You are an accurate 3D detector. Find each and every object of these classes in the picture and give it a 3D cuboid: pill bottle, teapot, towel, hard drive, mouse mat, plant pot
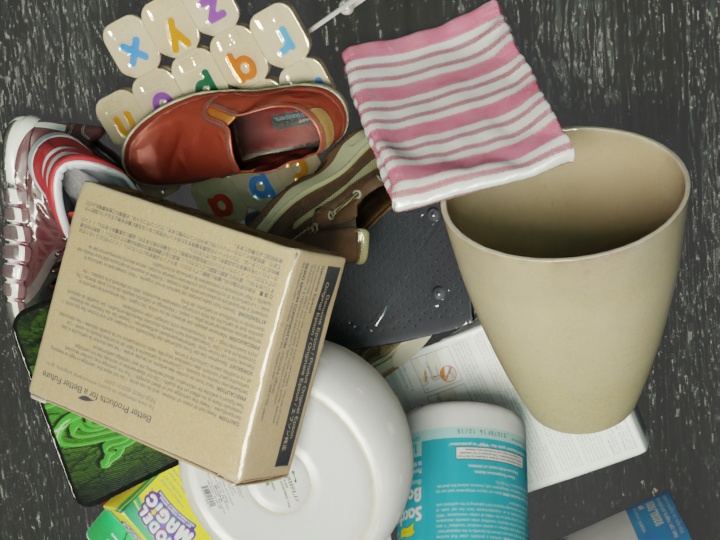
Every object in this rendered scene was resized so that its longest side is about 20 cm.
[{"bbox_3d":[0.084,0.217,1.148,0.109,0.111,0.203,0,67,2],"label":"pill bottle"},{"bbox_3d":[-0.037,0.137,1.099,0.196,0.146,0.202,28,114,10],"label":"teapot"},{"bbox_3d":[0.071,-0.133,1.109,0.144,0.201,0.030,-18,135,0],"label":"towel"},{"bbox_3d":[0.000,0.000,1.169,0.197,0.042,0.137,-9,76,21],"label":"hard drive"},{"bbox_3d":[-0.162,0.076,1.114,0.198,0.008,0.163,-23,99,-28],"label":"mouse mat"},{"bbox_3d":[0.166,0.022,1.095,0.184,0.188,0.202,-8,123,4],"label":"plant pot"}]

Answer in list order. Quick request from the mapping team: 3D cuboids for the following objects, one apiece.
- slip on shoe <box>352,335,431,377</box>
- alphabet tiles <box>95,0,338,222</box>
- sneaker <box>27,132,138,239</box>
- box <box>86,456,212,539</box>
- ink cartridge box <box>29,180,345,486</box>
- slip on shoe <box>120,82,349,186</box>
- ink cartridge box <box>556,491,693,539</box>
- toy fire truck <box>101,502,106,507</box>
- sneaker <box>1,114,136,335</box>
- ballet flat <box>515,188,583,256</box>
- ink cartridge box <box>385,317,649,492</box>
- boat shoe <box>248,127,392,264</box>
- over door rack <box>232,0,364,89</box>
[{"bbox_3d":[0.004,0.057,1.208,0.060,0.076,0.200,42,108,-15],"label":"slip on shoe"},{"bbox_3d":[-0.120,-0.139,1.163,0.198,0.015,0.197,-24,107,20],"label":"alphabet tiles"},{"bbox_3d":[-0.186,-0.024,1.130,0.071,0.112,0.200,-46,113,-5],"label":"sneaker"},{"bbox_3d":[-0.121,0.187,1.161,0.200,0.048,0.118,-45,110,-23],"label":"box"},{"bbox_3d":[-0.126,0.041,1.002,0.198,0.075,0.167,18,95,28],"label":"ink cartridge box"},{"bbox_3d":[-0.107,-0.107,1.134,0.197,0.061,0.075,-8,114,17],"label":"slip on shoe"},{"bbox_3d":[0.217,0.317,1.218,0.198,0.145,0.149,-25,101,7],"label":"ink cartridge box"},{"bbox_3d":[-0.161,0.131,1.222,0.166,0.112,0.202,-23,102,-18],"label":"toy fire truck"},{"bbox_3d":[-0.243,-0.030,1.197,0.114,0.076,0.203,0,101,-1],"label":"sneaker"},{"bbox_3d":[0.122,-0.073,1.180,0.199,0.067,0.064,31,65,-14],"label":"ballet flat"},{"bbox_3d":[0.134,0.114,1.239,0.198,0.050,0.164,-21,101,21],"label":"ink cartridge box"},{"bbox_3d":[-0.025,-0.033,1.087,0.074,0.075,0.203,32,59,16],"label":"boat shoe"},{"bbox_3d":[-0.076,-0.255,1.153,0.199,0.067,0.149,-31,99,22],"label":"over door rack"}]
